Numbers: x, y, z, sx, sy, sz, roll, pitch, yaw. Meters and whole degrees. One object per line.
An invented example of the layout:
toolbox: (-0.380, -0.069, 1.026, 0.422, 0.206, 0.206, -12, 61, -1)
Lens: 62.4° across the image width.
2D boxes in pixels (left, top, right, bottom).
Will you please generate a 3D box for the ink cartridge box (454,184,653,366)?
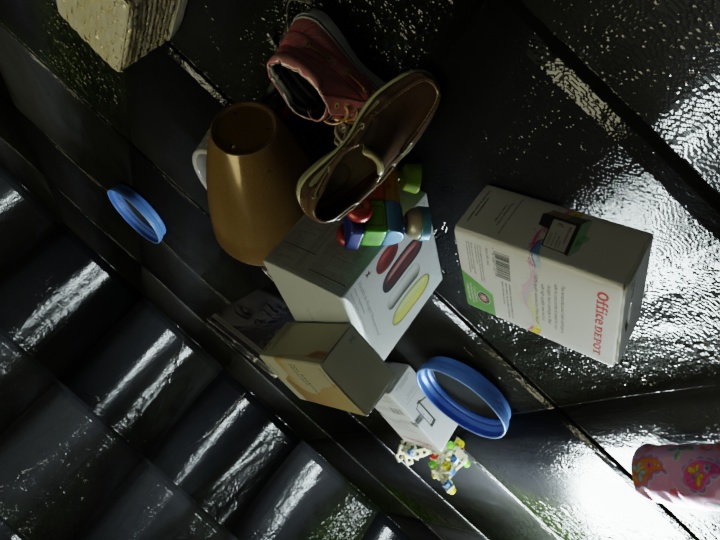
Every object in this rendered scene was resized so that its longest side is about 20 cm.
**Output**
ink cartridge box: (0.220, 0.003, 0.689, 0.198, 0.084, 0.146, 24, 151, 34)

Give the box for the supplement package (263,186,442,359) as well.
supplement package: (0.000, 0.000, 0.866, 0.146, 0.201, 0.193, 23, 151, 32)

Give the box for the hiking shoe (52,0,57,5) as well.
hiking shoe: (-0.459, -0.470, 0.914, 0.086, 0.075, 0.201, 5, 137, 53)

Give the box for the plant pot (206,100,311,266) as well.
plant pot: (-0.146, -0.139, 0.857, 0.185, 0.187, 0.201, 32, 157, 18)

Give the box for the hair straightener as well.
hair straightener: (-0.094, -0.270, 0.750, 0.077, 0.041, 0.200, 43, 155, -4)

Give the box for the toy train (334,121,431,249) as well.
toy train: (0.027, -0.126, 0.760, 0.114, 0.203, 0.085, 1, 157, -11)

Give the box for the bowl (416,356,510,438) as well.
bowl: (0.199, 0.243, 1.147, 0.199, 0.039, 0.202, 33, 155, 18)

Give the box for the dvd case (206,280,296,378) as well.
dvd case: (-0.140, 0.087, 1.003, 0.148, 0.199, 0.016, 34, 123, 15)

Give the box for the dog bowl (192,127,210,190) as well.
dog bowl: (-0.227, -0.166, 1.095, 0.199, 0.059, 0.201, 33, 155, 18)

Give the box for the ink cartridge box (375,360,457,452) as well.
ink cartridge box: (0.105, 0.304, 1.349, 0.201, 0.085, 0.145, 50, 154, -20)

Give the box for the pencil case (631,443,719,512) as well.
pencil case: (0.457, 0.272, 0.791, 0.087, 0.088, 0.200, 42, 155, -3)

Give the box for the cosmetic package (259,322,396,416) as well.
cosmetic package: (-0.052, 0.133, 0.832, 0.105, 0.071, 0.199, 49, 154, -18)

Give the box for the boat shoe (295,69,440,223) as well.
boat shoe: (0.016, -0.126, 0.640, 0.074, 0.203, 0.075, 38, -168, -27)

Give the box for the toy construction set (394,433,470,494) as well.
toy construction set: (0.179, 0.444, 1.414, 0.199, 0.131, 0.093, 3, 136, 53)

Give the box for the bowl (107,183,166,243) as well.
bowl: (-0.645, -0.166, 1.725, 0.199, 0.039, 0.202, 33, 154, 18)

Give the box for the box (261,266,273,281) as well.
box: (-0.096, -0.025, 1.087, 0.075, 0.100, 0.199, 46, 156, -14)

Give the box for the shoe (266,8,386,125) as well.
shoe: (-0.020, -0.191, 0.682, 0.071, 0.092, 0.200, -10, 135, 48)

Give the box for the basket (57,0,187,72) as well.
basket: (-0.320, -0.383, 0.796, 0.136, 0.124, 0.199, 45, 154, -12)
